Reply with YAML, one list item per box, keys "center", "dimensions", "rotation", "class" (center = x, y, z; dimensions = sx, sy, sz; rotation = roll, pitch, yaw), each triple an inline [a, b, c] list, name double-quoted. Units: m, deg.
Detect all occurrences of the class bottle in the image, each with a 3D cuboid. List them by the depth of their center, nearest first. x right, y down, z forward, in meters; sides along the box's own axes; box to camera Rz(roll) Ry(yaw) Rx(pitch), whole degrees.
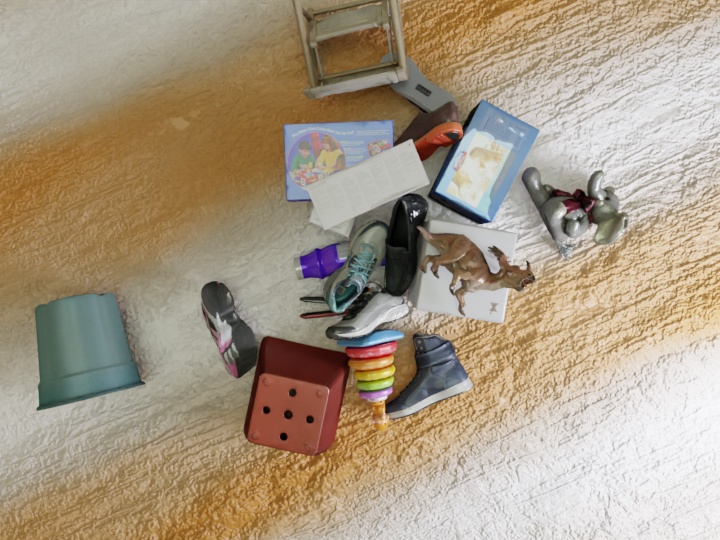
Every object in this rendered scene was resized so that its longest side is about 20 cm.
- center: [-0.037, -0.025, 1.171]
  dimensions: [0.197, 0.084, 0.066]
  rotation: [-13, 81, 1]
  class: "bottle"

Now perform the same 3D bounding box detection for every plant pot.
- center: [-0.551, 0.155, 1.137]
  dimensions: [0.198, 0.200, 0.199]
  rotation: [-14, 85, 1]
  class: "plant pot"
- center: [-0.133, 0.263, 1.140]
  dimensions: [0.197, 0.176, 0.202]
  rotation: [12, 93, -1]
  class: "plant pot"

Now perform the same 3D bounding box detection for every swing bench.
- center: [-0.015, -0.446, 1.113]
  dimensions: [0.196, 0.130, 0.203]
  rotation: [-6, 95, 13]
  class: "swing bench"

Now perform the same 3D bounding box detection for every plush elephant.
- center: [0.441, -0.126, 1.132]
  dimensions: [0.154, 0.165, 0.201]
  rotation: [-29, 122, 15]
  class: "plush elephant"

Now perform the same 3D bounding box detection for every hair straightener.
- center: [-0.031, 0.056, 1.196]
  dimensions: [0.197, 0.041, 0.078]
  rotation: [-4, 93, 0]
  class: "hair straightener"

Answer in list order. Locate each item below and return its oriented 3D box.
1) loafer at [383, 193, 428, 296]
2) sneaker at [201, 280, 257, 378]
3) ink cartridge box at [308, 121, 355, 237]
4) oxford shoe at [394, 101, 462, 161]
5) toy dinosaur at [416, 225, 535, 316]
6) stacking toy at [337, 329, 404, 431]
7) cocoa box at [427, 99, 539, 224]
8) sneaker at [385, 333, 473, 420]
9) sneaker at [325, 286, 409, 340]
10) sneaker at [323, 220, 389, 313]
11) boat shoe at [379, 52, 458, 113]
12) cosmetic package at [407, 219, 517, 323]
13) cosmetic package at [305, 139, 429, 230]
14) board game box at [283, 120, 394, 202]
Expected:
- center: [0.071, -0.045, 1.060]
  dimensions: [0.068, 0.070, 0.203]
  rotation: [28, 117, 38]
  class: "loafer"
- center: [-0.274, 0.123, 1.180]
  dimensions: [0.080, 0.086, 0.202]
  rotation: [-16, 82, -27]
  class: "sneaker"
- center: [-0.029, -0.174, 1.132]
  dimensions: [0.087, 0.145, 0.202]
  rotation: [21, 93, -2]
  class: "ink cartridge box"
- center: [0.118, -0.267, 1.131]
  dimensions: [0.199, 0.071, 0.074]
  rotation: [-16, 71, 43]
  class: "oxford shoe"
- center: [0.186, -0.017, 0.976]
  dimensions: [0.135, 0.086, 0.200]
  rotation: [-42, 81, -5]
  class: "toy dinosaur"
- center: [0.030, 0.223, 1.155]
  dimensions: [0.115, 0.109, 0.203]
  rotation: [-8, 89, -36]
  class: "stacking toy"
- center: [0.239, -0.210, 1.137]
  dimensions: [0.132, 0.131, 0.202]
  rotation: [27, 93, -1]
  class: "cocoa box"
- center: [0.113, 0.213, 1.189]
  dimensions: [0.201, 0.077, 0.148]
  rotation: [-25, 88, 6]
  class: "sneaker"
- center: [0.007, 0.082, 1.124]
  dimensions: [0.199, 0.074, 0.080]
  rotation: [-24, 99, -38]
  class: "sneaker"
- center: [0.000, 0.000, 1.091]
  dimensions: [0.077, 0.086, 0.201]
  rotation: [27, 108, -15]
  class: "sneaker"
- center: [0.117, -0.365, 1.162]
  dimensions: [0.069, 0.057, 0.200]
  rotation: [-46, 73, 1]
  class: "boat shoe"
- center: [0.189, -0.002, 1.114]
  dimensions: [0.165, 0.200, 0.169]
  rotation: [9, 93, -1]
  class: "cosmetic package"
- center: [0.012, -0.147, 0.990]
  dimensions: [0.198, 0.051, 0.083]
  rotation: [-23, 95, 1]
  class: "cosmetic package"
- center: [-0.037, -0.197, 1.035]
  dimensions: [0.197, 0.045, 0.136]
  rotation: [-2, 93, 0]
  class: "board game box"
